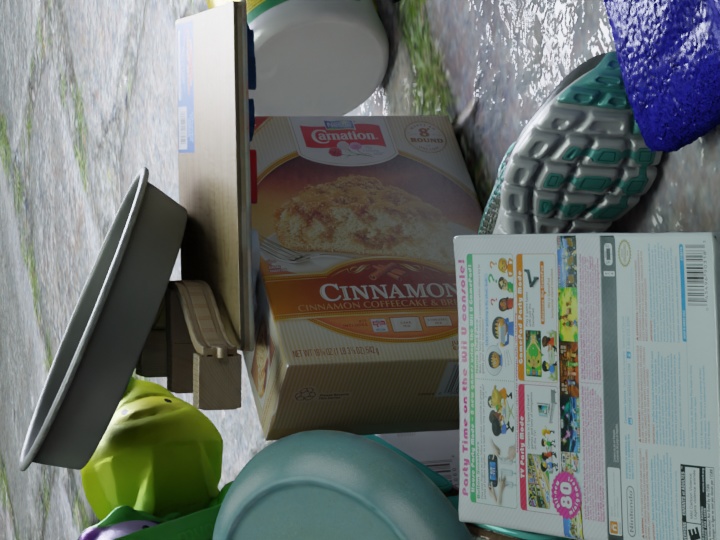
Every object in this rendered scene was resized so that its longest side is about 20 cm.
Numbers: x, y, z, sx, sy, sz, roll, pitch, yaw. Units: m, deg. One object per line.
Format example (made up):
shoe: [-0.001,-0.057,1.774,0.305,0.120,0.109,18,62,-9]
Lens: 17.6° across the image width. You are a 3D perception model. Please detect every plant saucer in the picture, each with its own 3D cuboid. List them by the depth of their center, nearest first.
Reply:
plant saucer: [-0.013,0.191,1.333,0.200,0.027,0.200,10,107,33]

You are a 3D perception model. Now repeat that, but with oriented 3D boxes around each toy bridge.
toy bridge: [-0.103,0.040,1.387,0.200,0.027,0.067,-169,79,-74]

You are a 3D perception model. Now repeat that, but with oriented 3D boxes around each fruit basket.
fruit basket: [-0.113,0.151,1.477,0.156,0.215,0.216,138,127,-69]

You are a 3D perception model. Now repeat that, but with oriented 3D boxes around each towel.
towel: [0.161,-0.153,1.064,0.200,0.049,0.148,131,134,-65]

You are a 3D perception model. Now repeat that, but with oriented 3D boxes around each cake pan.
cake pan: [-0.155,0.035,1.426,0.200,0.037,0.200,-157,90,-80]

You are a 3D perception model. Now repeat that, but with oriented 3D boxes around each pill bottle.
pill bottle: [-0.055,-0.206,1.625,0.113,0.113,0.200,107,153,-46]

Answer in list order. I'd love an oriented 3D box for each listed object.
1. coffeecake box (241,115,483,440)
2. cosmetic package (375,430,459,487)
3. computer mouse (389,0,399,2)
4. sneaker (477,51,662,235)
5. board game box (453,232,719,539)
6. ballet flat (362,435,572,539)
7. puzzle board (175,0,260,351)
coffeecake box: [0.000,0.000,1.412,0.073,0.153,0.200,108,153,-46]
cosmetic package: [0.021,0.165,1.504,0.200,0.074,0.102,135,130,-69]
computer mouse: [0.039,-0.231,1.399,0.200,0.046,0.141,-129,50,-73]
sneaker: [0.100,-0.050,1.235,0.091,0.077,0.200,-92,20,-44]
board game box: [0.125,0.055,1.105,0.200,0.064,0.148,2,93,56]
ballet flat: [0.046,0.152,1.346,0.200,0.069,0.071,21,104,41]
puzzle board: [-0.085,-0.056,1.395,0.151,0.017,0.200,-174,83,-73]
